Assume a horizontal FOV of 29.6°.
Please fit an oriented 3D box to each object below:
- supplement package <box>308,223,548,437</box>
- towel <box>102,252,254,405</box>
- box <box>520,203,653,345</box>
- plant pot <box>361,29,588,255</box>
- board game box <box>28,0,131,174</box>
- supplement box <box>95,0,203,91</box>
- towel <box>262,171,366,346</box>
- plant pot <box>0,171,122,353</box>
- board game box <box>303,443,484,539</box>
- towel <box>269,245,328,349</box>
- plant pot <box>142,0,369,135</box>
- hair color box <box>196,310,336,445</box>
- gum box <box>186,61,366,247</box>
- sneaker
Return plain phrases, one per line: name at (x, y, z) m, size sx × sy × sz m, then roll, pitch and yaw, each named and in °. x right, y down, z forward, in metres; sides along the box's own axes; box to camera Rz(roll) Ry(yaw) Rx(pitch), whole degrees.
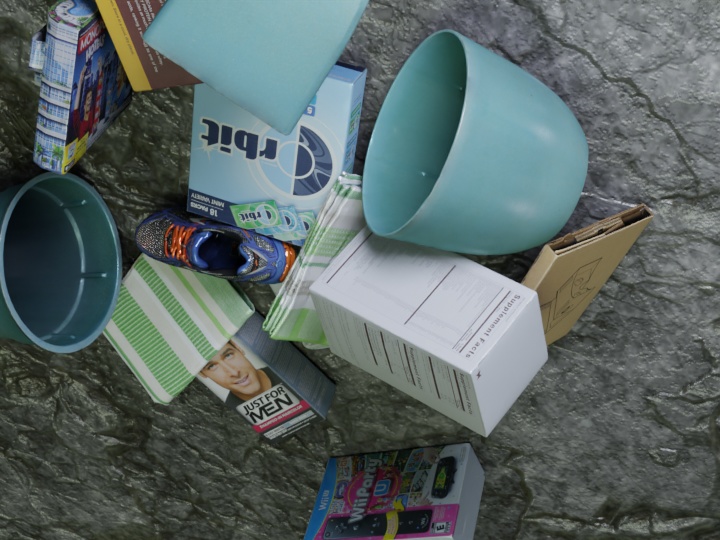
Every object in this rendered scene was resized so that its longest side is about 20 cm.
supplement package at (0.067, 0.052, 1.328) m, size 0.199 × 0.114 × 0.110 m, roll 28°, pitch 152°, yaw 32°
towel at (-0.220, 0.049, 1.586) m, size 0.153 × 0.023 × 0.200 m, roll 51°, pitch 123°, yaw 12°
box at (0.205, 0.023, 1.408) m, size 0.021 × 0.163 × 0.200 m, roll 49°, pitch 137°, yaw 22°
plant pot at (0.117, -0.105, 1.296) m, size 0.160 × 0.201 × 0.201 m, roll 18°, pitch 136°, yaw -23°
board game box at (-0.272, -0.227, 1.336) m, size 0.061 × 0.200 × 0.201 m, roll 15°, pitch 118°, yaw 4°
supplement box at (-0.132, -0.290, 1.249) m, size 0.199 × 0.133 × 0.198 m, roll -3°, pitch 128°, yaw 21°
towel at (0.000, 0.000, 1.428) m, size 0.149 × 0.031 × 0.201 m, roll 12°, pitch 118°, yaw -32°
plant pot at (-0.410, -0.006, 1.557) m, size 0.195 × 0.201 × 0.201 m, roll -2°, pitch 130°, yaw 30°
board game box at (0.043, 0.298, 1.692) m, size 0.199 × 0.148 × 0.064 m, roll -10°, pitch 127°, yaw 24°
towel at (-0.021, 0.000, 1.525) m, size 0.170 × 0.048 × 0.201 m, roll -9°, pitch 126°, yaw 27°
plant pot at (-0.050, -0.245, 1.077) m, size 0.141 × 0.142 × 0.200 m, roll 32°, pitch 130°, yaw -11°
hair color box at (-0.135, 0.115, 1.649) m, size 0.099 × 0.061 × 0.200 m, roll -30°, pitch 115°, yaw 35°
gum box at (-0.090, -0.131, 1.401) m, size 0.169 × 0.045 × 0.201 m, roll 17°, pitch 125°, yaw 12°
sneaker at (-0.168, -0.030, 1.476) m, size 0.199 × 0.078 × 0.076 m, roll 8°, pitch 96°, yaw 30°
